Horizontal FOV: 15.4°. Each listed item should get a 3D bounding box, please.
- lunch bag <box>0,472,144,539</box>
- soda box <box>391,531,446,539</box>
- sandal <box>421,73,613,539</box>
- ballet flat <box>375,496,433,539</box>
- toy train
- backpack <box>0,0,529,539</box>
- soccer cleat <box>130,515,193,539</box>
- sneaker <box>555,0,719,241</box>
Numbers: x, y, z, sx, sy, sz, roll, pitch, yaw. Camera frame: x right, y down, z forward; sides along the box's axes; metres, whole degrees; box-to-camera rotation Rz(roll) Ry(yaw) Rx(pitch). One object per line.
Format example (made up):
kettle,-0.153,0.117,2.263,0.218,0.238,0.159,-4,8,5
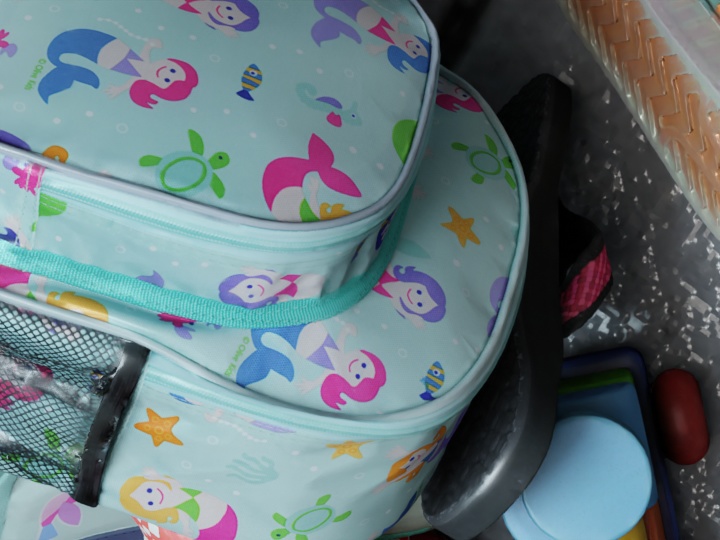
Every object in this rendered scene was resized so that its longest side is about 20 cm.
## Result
lunch bag,-0.132,0.062,0.961,0.200,0.122,0.170,18,137,2
soda box,-0.038,0.176,0.990,0.070,0.063,0.200,30,115,-18
sandal,0.054,0.014,0.883,0.045,0.200,0.075,27,131,-19
ballet flat,0.000,0.000,0.954,0.067,0.064,0.200,138,130,-63
toy train,0.089,0.132,0.895,0.085,0.116,0.200,-11,94,7
backpack,-0.048,-0.015,0.795,0.200,0.178,0.151,26,134,-6
soccer cleat,-0.033,0.108,0.880,0.085,0.069,0.200,-32,114,36
sneaker,0.118,-0.098,0.885,0.200,0.080,0.071,63,158,21
